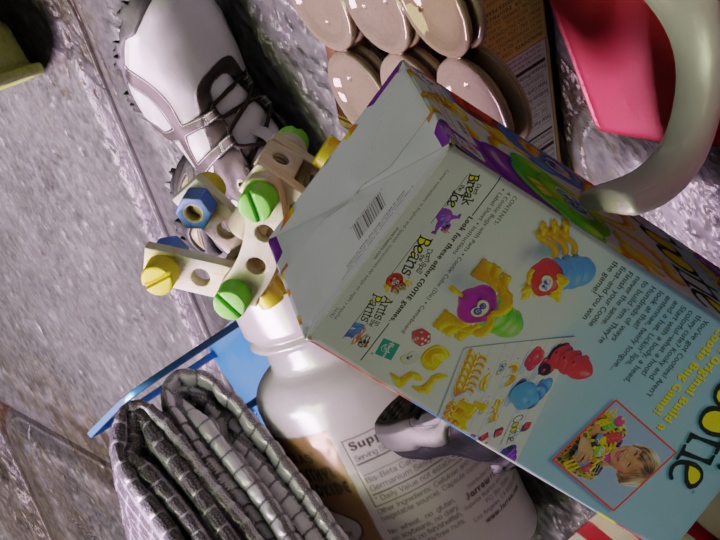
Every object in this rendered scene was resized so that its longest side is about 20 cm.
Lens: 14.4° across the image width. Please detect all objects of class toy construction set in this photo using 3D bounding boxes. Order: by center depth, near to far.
[{"bbox_3d":[0.000,0.000,1.449,0.200,0.092,0.131,26,124,-17],"label":"toy construction set"}]

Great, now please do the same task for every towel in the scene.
[{"bbox_3d":[-0.064,0.169,1.585,0.200,0.086,0.166,52,164,19],"label":"towel"}]

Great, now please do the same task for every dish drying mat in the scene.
[{"bbox_3d":[0.150,-0.088,1.201,0.200,0.018,0.077,12,128,60],"label":"dish drying mat"}]

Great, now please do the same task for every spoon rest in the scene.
[{"bbox_3d":[0.113,-0.126,1.162,0.099,0.061,0.200,13,111,58],"label":"spoon rest"}]

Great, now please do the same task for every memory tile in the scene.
[{"bbox_3d":[0.001,-0.144,1.281,0.153,0.017,0.200,9,127,60],"label":"memory tile"}]

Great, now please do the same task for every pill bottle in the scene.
[{"bbox_3d":[0.007,0.079,1.570,0.114,0.114,0.200,3,123,62],"label":"pill bottle"}]

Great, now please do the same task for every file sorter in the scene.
[{"bbox_3d":[-0.060,0.136,1.767,0.200,0.123,0.139,56,156,3],"label":"file sorter"}]

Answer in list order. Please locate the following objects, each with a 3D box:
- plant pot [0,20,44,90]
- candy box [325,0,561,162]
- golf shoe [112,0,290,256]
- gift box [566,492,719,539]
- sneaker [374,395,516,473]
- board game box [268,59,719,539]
[{"bbox_3d":[-0.328,-0.181,1.831,0.200,0.200,0.184,-10,100,65],"label":"plant pot"},{"bbox_3d":[0.031,-0.130,1.330,0.117,0.056,0.200,37,149,38],"label":"candy box"},{"bbox_3d":[-0.071,-0.086,1.581,0.094,0.078,0.200,20,145,37],"label":"golf shoe"},{"bbox_3d":[0.192,0.187,1.281,0.200,0.185,0.187,31,155,39],"label":"gift box"},{"bbox_3d":[0.100,0.086,1.394,0.199,0.076,0.114,-15,113,36],"label":"sneaker"},{"bbox_3d":[0.076,0.016,1.225,0.200,0.105,0.103,32,-166,-23],"label":"board game box"}]
